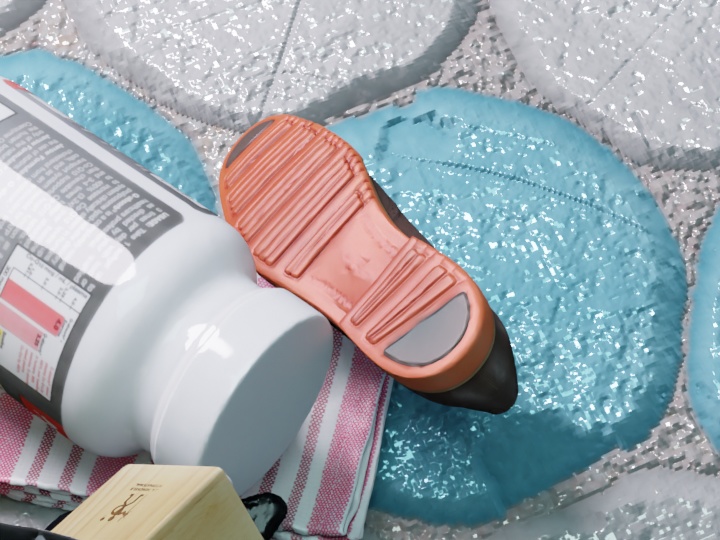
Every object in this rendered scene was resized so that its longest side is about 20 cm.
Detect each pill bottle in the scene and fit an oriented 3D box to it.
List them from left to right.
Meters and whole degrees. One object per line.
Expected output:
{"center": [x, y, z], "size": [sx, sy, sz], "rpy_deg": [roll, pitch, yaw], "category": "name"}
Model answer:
{"center": [-0.117, 0.009, 0.779], "size": [0.199, 0.116, 0.116], "rpy_deg": [33, 69, 20], "category": "pill bottle"}

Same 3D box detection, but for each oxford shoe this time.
{"center": [0.000, 0.000, 0.819], "size": [0.071, 0.073, 0.200], "rpy_deg": [-43, 49, 2], "category": "oxford shoe"}

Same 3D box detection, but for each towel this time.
{"center": [-0.084, 0.047, 0.838], "size": [0.198, 0.030, 0.148], "rpy_deg": [9, 65, 4], "category": "towel"}

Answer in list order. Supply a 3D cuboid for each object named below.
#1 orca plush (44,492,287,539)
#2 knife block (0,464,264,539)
{"center": [-0.038, 0.123, 0.758], "size": [0.198, 0.106, 0.072], "rpy_deg": [6, 60, 13], "category": "orca plush"}
{"center": [-0.099, 0.158, 0.625], "size": [0.175, 0.064, 0.201], "rpy_deg": [-42, 114, -35], "category": "knife block"}
